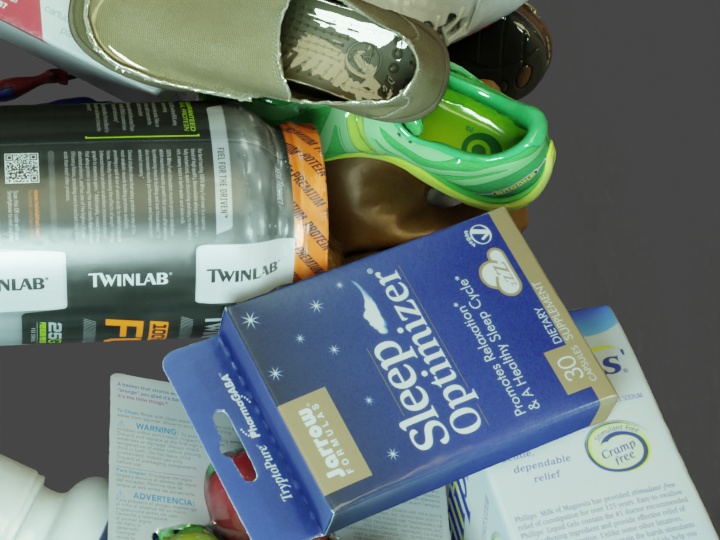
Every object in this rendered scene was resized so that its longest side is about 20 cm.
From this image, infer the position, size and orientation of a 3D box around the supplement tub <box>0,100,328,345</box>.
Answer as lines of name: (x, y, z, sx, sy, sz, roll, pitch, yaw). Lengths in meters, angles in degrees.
supplement tub: (-0.120, -0.025, 1.159, 0.198, 0.123, 0.124, -2, 66, -9)

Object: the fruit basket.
fruit basket: (-0.040, 0.150, 1.128, 0.183, 0.094, 0.201, 9, 44, -17)

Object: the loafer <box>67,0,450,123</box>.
loafer: (-0.050, -0.122, 1.140, 0.198, 0.067, 0.077, 8, 88, -2)

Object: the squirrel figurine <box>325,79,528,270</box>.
squirrel figurine: (0.000, 0.000, 1.308, 0.198, 0.141, 0.189, -3, 79, -22)

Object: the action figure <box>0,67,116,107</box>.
action figure: (-0.181, -0.083, 1.327, 0.198, 0.052, 0.066, -1, 71, -16)

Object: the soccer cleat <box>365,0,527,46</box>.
soccer cleat: (0.018, -0.143, 1.325, 0.198, 0.069, 0.085, -15, 39, -8)

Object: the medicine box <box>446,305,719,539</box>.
medicine box: (0.111, 0.156, 1.194, 0.102, 0.183, 0.201, -11, 48, -11)

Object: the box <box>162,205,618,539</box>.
box: (0.015, 0.052, 1.117, 0.199, 0.032, 0.122, -21, 66, -22)

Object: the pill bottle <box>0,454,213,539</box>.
pill bottle: (-0.121, 0.178, 1.186, 0.199, 0.111, 0.112, 28, 60, -5)

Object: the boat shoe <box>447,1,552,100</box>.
boat shoe: (0.033, -0.172, 1.431, 0.199, 0.076, 0.074, 32, 28, 8)

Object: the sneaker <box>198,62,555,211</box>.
sneaker: (0.012, -0.093, 1.220, 0.198, 0.084, 0.075, 13, 64, -1)

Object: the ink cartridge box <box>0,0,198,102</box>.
ink cartridge box: (-0.123, -0.206, 1.247, 0.144, 0.145, 0.201, 26, 87, 2)
